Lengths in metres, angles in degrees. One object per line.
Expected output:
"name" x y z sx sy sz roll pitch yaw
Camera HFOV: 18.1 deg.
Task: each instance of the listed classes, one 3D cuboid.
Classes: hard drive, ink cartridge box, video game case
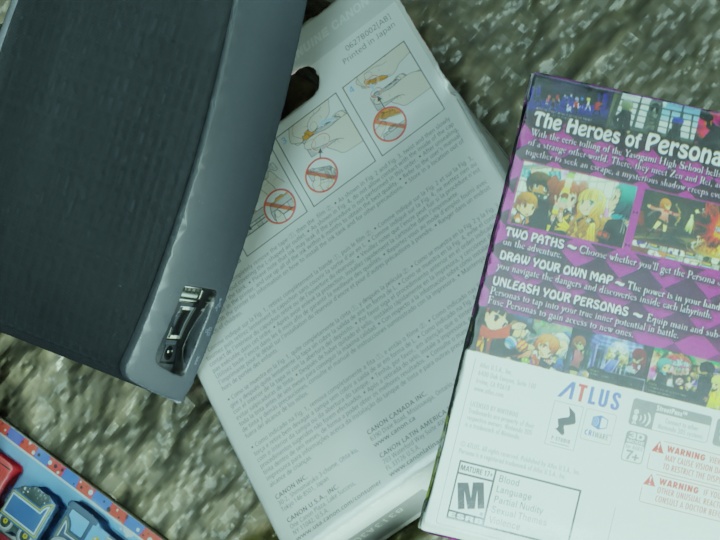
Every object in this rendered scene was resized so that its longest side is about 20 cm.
"hard drive" -0.104 -0.058 0.951 0.135 0.042 0.200 19 96 27
"ink cartridge box" 0.000 0.000 0.947 0.161 0.050 0.200 -36 63 15
"video game case" 0.139 0.034 0.844 0.200 0.036 0.182 13 84 10

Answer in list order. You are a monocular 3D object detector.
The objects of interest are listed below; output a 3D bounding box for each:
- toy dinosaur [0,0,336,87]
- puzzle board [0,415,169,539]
"toy dinosaur" -0.110 -0.122 1.012 0.200 0.077 0.103 -12 66 20
"puzzle board" -0.195 0.136 1.026 0.200 0.017 0.151 32 93 29
